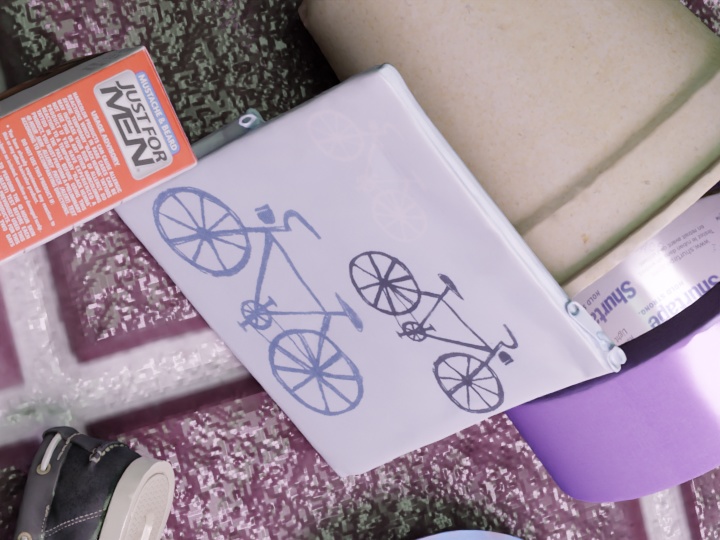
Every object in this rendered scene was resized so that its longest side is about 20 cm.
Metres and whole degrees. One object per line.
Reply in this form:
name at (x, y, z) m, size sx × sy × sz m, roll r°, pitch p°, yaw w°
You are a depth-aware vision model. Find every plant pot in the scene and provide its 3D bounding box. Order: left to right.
plant pot at (0.075, -0.096, 1.245) m, size 0.200 × 0.200 × 0.184 m, roll -41°, pitch 95°, yaw -18°

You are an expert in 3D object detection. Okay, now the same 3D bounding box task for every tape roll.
tape roll at (0.160, 0.024, 1.264) m, size 0.200 × 0.200 × 0.066 m, roll -41°, pitch 106°, yaw -18°

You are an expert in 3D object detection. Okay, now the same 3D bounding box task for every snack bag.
snack bag at (0.000, 0.000, 1.204) m, size 0.189 × 0.200 × 0.021 m, roll 51°, pitch 44°, yaw -14°

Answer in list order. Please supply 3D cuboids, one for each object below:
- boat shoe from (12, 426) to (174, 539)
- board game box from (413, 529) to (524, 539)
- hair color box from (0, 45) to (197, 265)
boat shoe at (-0.153, 0.172, 1.212) m, size 0.068 × 0.072 × 0.200 m, roll 21°, pitch 89°, yaw 14°
board game box at (0.039, 0.226, 1.304) m, size 0.158 × 0.039 × 0.200 m, roll 9°, pitch 92°, yaw -29°
hair color box at (-0.186, -0.030, 1.160) m, size 0.200 × 0.111 × 0.064 m, roll -27°, pitch 101°, yaw -22°
